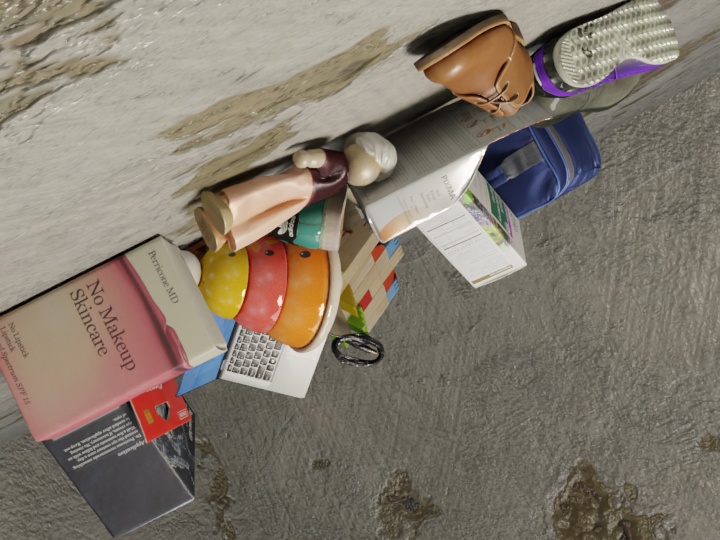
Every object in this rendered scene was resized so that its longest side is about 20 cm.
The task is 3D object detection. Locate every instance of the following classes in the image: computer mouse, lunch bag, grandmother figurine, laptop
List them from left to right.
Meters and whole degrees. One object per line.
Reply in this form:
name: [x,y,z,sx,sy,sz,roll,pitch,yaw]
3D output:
laptop: [-0.119,0.078,1.485,0.199,0.188,0.116,16,-167,-20]
grandmother figurine: [-0.054,-0.077,1.084,0.199,0.061,0.121,-24,177,-25]
computer mouse: [-0.060,0.067,1.439,0.034,0.199,0.059,-31,-149,62]
lunch bag: [0.192,-0.136,1.525,0.132,0.136,0.200,-27,178,-44]

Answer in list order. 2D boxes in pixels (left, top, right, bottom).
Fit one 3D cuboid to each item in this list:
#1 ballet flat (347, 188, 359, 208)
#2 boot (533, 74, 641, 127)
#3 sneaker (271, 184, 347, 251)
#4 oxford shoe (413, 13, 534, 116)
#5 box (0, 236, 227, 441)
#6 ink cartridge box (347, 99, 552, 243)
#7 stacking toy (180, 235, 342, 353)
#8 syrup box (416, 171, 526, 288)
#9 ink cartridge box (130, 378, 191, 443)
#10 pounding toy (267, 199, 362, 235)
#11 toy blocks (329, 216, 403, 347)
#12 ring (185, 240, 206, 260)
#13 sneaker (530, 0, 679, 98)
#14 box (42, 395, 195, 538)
ballet flat: [0.033,-0.098,1.516,0.067,0.063,0.200,-28,177,18]
boot: [0.288,-0.236,1.372,0.200,0.068,0.131,-27,172,-30]
sneaker: [-0.056,-0.068,1.262,0.079,0.072,0.200,8,-169,-1]
oxford shoe: [0.103,-0.158,0.935,0.071,0.072,0.200,-26,177,26]
box: [-0.252,0.068,1.174,0.199,0.128,0.109,-28,177,-2]
ink cartridge box: [0.085,-0.114,1.177,0.199,0.050,0.162,-24,-156,0]
stacking toy: [-0.133,0.013,1.311,0.199,0.147,0.146,7,161,-27]
syrup box: [0.119,-0.072,1.417,0.081,0.079,0.200,-25,134,24]
ink cartridge box: [-0.248,0.104,1.407,0.045,0.177,0.200,-26,178,6]
pounding toy: [-0.092,0.017,1.649,0.199,0.143,0.184,-26,177,-19]
toy blocks: [0.000,0.000,1.494,0.137,0.100,0.200,-54,152,-20]
ring: [-0.156,-0.031,1.413,0.200,0.019,0.200,-28,178,-1]
sneaker: [0.235,-0.219,1.186,0.200,0.070,0.099,-20,-179,-37]
box: [-0.299,0.179,1.439,0.117,0.200,0.197,-26,-155,5]
